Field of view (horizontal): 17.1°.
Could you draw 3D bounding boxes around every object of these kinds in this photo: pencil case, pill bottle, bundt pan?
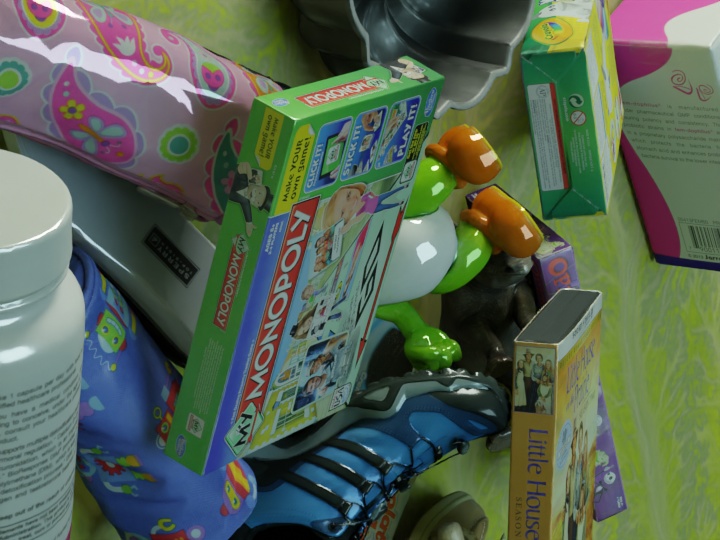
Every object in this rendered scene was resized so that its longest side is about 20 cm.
[{"bbox_3d":[-0.131,0.075,1.271,0.200,0.086,0.078,58,41,-40],"label":"pencil case"},{"bbox_3d":[-0.131,-0.089,1.188,0.199,0.087,0.088,22,78,-30],"label":"pencil case"},{"bbox_3d":[-0.187,0.051,1.127,0.113,0.113,0.201,-30,138,-46],"label":"pill bottle"},{"bbox_3d":[0.025,-0.194,1.430,0.201,0.075,0.204,-12,106,-51],"label":"bundt pan"}]

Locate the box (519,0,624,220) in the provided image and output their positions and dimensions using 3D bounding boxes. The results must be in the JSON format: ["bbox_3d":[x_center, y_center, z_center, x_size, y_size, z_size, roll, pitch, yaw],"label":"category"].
[{"bbox_3d":[0.141,-0.127,1.572,0.200,0.048,0.118,-66,149,-62],"label":"box"}]

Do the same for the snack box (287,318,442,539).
[{"bbox_3d":[-0.015,0.128,1.472,0.116,0.037,0.201,45,62,-49],"label":"snack box"}]

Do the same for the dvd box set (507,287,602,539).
[{"bbox_3d":[0.115,0.123,1.426,0.146,0.029,0.202,-35,128,-71],"label":"dvd box set"}]

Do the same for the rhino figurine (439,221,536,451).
[{"bbox_3d":[0.081,0.024,1.506,0.059,0.088,0.201,-23,146,-15],"label":"rhino figurine"}]

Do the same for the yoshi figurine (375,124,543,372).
[{"bbox_3d":[0.006,0.008,1.365,0.199,0.113,0.112,-34,160,-4],"label":"yoshi figurine"}]

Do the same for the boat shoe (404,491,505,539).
[{"bbox_3d":[0.046,0.213,1.518,0.200,0.062,0.074,-51,155,-52],"label":"boat shoe"}]

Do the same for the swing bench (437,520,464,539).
[{"bbox_3d":[-0.006,0.278,1.358,0.197,0.130,0.201,-16,115,-4],"label":"swing bench"}]

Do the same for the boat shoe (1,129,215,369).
[{"bbox_3d":[-0.126,-0.021,1.269,0.200,0.066,0.070,47,59,-18],"label":"boat shoe"}]

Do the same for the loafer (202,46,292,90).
[{"bbox_3d":[-0.062,-0.082,1.342,0.200,0.070,0.069,25,75,-52],"label":"loafer"}]

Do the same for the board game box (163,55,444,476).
[{"bbox_3d":[-0.029,-0.003,1.226,0.134,0.029,0.201,-23,135,-53],"label":"board game box"}]

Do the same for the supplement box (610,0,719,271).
[{"bbox_3d":[0.252,-0.108,1.725,0.103,0.101,0.201,-50,133,-35],"label":"supplement box"}]

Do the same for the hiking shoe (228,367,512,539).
[{"bbox_3d":[-0.003,0.121,1.363,0.074,0.199,0.087,61,11,-63],"label":"hiking shoe"}]

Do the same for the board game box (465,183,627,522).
[{"bbox_3d":[0.122,0.053,1.576,0.032,0.120,0.201,-19,118,-10],"label":"board game box"}]
